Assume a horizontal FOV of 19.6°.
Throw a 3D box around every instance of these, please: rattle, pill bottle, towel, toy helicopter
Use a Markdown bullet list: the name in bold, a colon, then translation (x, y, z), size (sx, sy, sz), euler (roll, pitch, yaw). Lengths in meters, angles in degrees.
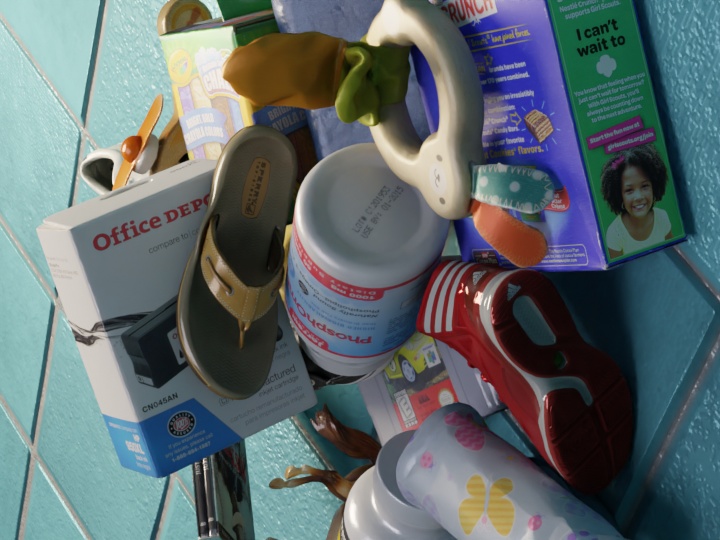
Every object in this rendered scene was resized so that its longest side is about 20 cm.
- **rattle**: translation (0.022, -0.082, 1.357), size (0.130, 0.142, 0.201), euler (-43, 61, 40)
- **pill bottle**: translation (0.037, 0.219, 1.646), size (0.112, 0.111, 0.201), euler (49, 146, 32)
- **towel**: translation (0.003, -0.155, 1.533), size (0.111, 0.049, 0.202), euler (-14, 98, 19)
- **toy helicopter**: translation (-0.148, -0.127, 1.750), size (0.079, 0.131, 0.202), euler (-163, 65, -66)
- **pill bottle**: translation (0.000, 0.000, 1.514), size (0.109, 0.108, 0.200), euler (59, 162, 20)

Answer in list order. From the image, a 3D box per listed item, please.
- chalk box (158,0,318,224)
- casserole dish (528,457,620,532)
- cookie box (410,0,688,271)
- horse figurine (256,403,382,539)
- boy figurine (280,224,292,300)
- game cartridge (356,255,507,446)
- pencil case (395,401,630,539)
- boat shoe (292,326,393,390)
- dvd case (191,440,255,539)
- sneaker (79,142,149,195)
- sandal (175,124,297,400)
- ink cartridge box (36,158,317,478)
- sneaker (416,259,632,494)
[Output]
- **chalk box**: translation (-0.066, -0.146, 1.617), size (0.123, 0.124, 0.202), euler (6, 112, 57)
- **casserole dish**: translation (0.143, 0.223, 1.560), size (0.121, 0.039, 0.201), euler (45, 141, 36)
- **cookie box**: translation (0.119, -0.105, 1.390), size (0.171, 0.075, 0.202), euler (-1, 106, 60)
- **horse figurine**: translation (-0.020, 0.210, 1.755), size (0.050, 0.131, 0.201), euler (-125, 45, -54)
- **boy figurine**: translation (-0.079, 0.012, 1.755), size (0.124, 0.065, 0.200), euler (36, 157, -10)
- **game cartridge**: translation (0.050, 0.063, 1.629), size (0.200, 0.041, 0.134), euler (-32, 74, 58)
- **pencil case**: translation (0.112, 0.176, 1.463), size (0.200, 0.091, 0.083), euler (38, 96, 43)
- **boat shoe**: translation (-0.054, 0.070, 1.678), size (0.199, 0.066, 0.070), euler (-4, 115, 50)
- **dvd case**: translation (-0.120, 0.150, 1.772), size (0.146, 0.022, 0.202), euler (65, -163, -65)
- **sneaker**: translation (-0.187, -0.069, 1.899), size (0.199, 0.070, 0.074), euler (20, 122, 53)
- **sandal**: translation (-0.083, -0.007, 1.517), size (0.054, 0.080, 0.202), euler (8, 86, 66)
- **ink cartridge box**: translation (-0.138, 0.033, 1.570), size (0.084, 0.144, 0.201), euler (5, 117, 64)
- **sneaker**: translation (0.112, 0.063, 1.453), size (0.115, 0.078, 0.201), euler (24, 147, 51)
